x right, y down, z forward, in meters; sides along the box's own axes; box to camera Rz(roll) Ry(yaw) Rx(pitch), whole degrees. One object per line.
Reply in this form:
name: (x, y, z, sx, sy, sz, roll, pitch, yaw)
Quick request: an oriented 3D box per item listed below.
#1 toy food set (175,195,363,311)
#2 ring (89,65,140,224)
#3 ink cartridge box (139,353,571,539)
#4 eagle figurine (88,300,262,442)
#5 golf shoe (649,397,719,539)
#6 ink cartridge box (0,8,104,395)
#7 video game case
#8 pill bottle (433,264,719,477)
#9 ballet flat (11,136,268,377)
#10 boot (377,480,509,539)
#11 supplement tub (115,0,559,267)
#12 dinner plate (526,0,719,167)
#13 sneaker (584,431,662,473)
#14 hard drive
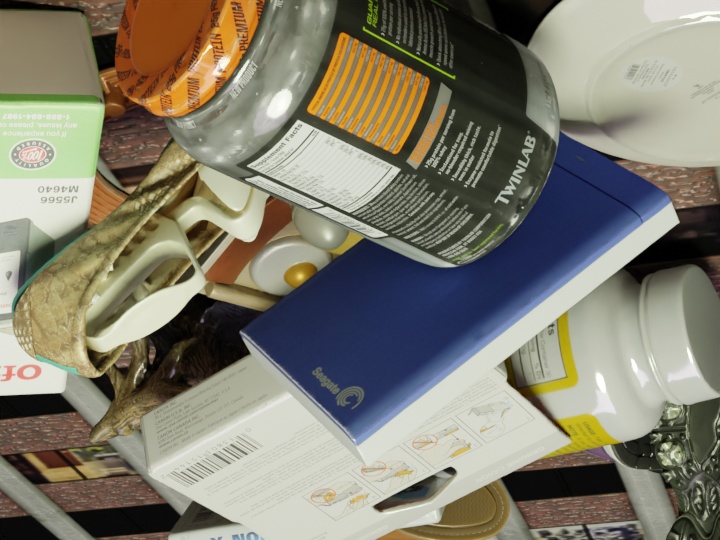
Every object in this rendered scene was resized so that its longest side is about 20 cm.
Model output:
toy food set: (0.000, 0.000, 1.075, 0.199, 0.061, 0.144, 17, 129, -35)
ring: (-0.090, -0.058, 1.074, 0.198, 0.019, 0.201, 1, 151, 1)
ink cartridge box: (-0.001, 0.093, 1.121, 0.199, 0.045, 0.176, -29, 141, 19)
eagle figurine: (-0.082, 0.072, 1.234, 0.151, 0.152, 0.199, 30, -154, 33)
golf shoe: (0.242, 0.130, 1.273, 0.076, 0.202, 0.088, 4, -170, 27)
ink cartridge box: (-0.217, -0.030, 0.974, 0.144, 0.084, 0.201, -1, 132, -18)
video game case: (-0.022, 0.143, 1.298, 0.180, 0.022, 0.200, -10, -170, 12)
pill bottle: (0.125, 0.059, 1.181, 0.198, 0.112, 0.111, -15, 148, 28)
ballet flat: (-0.088, -0.021, 0.956, 0.065, 0.200, 0.071, 36, 170, 32)
boot: (0.025, 0.196, 1.486, 0.198, 0.074, 0.155, 8, 152, 14)
supplement tub: (-0.011, -0.088, 0.905, 0.199, 0.124, 0.122, 24, 144, -35)
dinner plate: (0.183, -0.100, 0.980, 0.198, 0.024, 0.201, 2, 151, 1)
sneaker: (0.218, 0.112, 1.342, 0.199, 0.077, 0.087, 19, 172, -37)
hard drive: (0.047, 0.004, 0.968, 0.199, 0.132, 0.025, -37, 125, -11)
